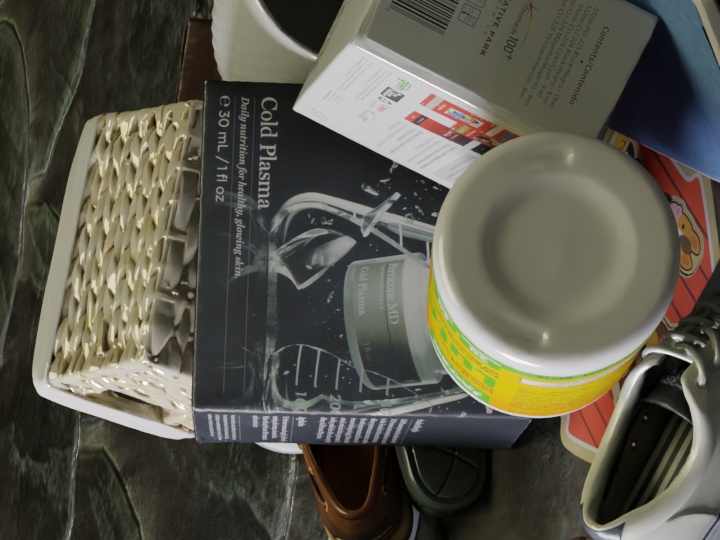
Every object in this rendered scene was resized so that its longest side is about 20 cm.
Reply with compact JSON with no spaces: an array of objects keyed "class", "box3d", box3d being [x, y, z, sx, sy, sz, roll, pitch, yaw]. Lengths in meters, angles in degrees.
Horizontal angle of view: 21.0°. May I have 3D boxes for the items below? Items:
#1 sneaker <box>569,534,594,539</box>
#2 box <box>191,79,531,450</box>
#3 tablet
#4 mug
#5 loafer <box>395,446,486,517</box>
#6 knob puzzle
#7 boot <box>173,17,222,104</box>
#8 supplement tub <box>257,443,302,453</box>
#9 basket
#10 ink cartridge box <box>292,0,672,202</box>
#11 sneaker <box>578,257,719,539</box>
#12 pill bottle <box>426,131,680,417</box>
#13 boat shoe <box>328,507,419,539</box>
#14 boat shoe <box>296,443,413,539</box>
[{"class":"sneaker","box3d":[0.134,0.193,0.978,0.200,0.075,0.116,135,134,-55]},{"class":"box","box3d":[0.000,0.000,1.160,0.124,0.196,0.201,108,163,-76]},{"class":"tablet","box3d":[0.141,-0.111,0.995,0.200,0.014,0.130,38,159,59]},{"class":"mug","box3d":[-0.026,-0.185,1.243,0.175,0.147,0.201,132,133,-67]},{"class":"loafer","box3d":[0.037,0.062,1.256,0.063,0.072,0.201,125,143,-67]},{"class":"knob puzzle","box3d":[0.144,0.022,1.057,0.220,0.030,0.220,-173,90,-67]},{"class":"boot","box3d":[-0.039,-0.162,1.361,0.072,0.166,0.200,-118,39,-69]},{"class":"supplement tub","box3d":[-0.071,0.050,1.443,0.200,0.122,0.123,-147,66,-65]},{"class":"basket","box3d":[-0.117,0.000,1.287,0.123,0.135,0.201,-9,65,46]},{"class":"ink cartridge box","box3d":[0.071,-0.096,1.010,0.084,0.175,0.200,-65,8,-8]},{"class":"sneaker","box3d":[0.165,0.046,0.889,0.073,0.071,0.200,18,82,42]},{"class":"pill bottle","box3d":[0.088,0.012,0.949,0.200,0.111,0.111,86,-175,-77]},{"class":"boat shoe","box3d":[-0.015,0.214,1.308,0.075,0.086,0.203,-161,79,-67]},{"class":"boat shoe","box3d":[-0.012,0.089,1.270,0.068,0.072,0.200,66,-172,-59]}]
